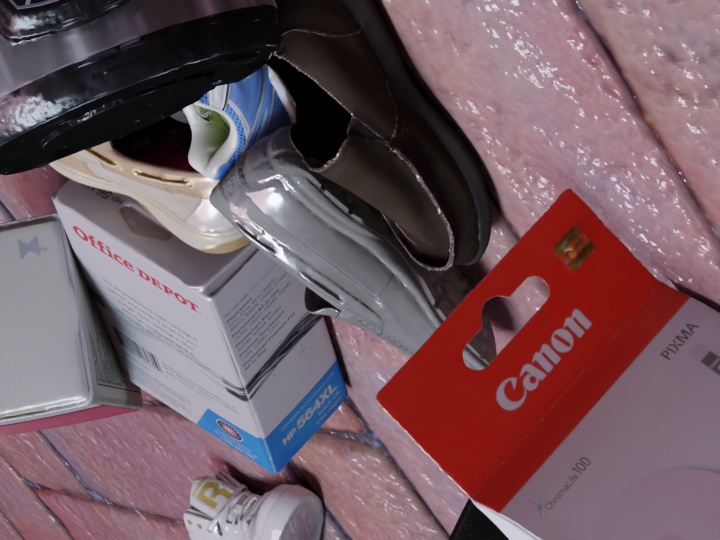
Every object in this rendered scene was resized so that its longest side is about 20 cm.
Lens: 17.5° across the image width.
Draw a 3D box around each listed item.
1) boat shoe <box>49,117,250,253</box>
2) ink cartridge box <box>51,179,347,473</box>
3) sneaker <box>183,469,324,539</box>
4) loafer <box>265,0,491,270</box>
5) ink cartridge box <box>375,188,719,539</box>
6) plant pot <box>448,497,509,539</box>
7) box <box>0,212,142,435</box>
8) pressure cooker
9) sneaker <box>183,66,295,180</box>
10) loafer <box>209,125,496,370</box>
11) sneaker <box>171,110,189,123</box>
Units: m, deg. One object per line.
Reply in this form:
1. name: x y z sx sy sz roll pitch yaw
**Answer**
1. boat shoe: -0.135 -0.085 1.430 0.200 0.074 0.069 29 141 30
2. ink cartridge box: -0.101 0.019 1.519 0.146 0.084 0.200 31 154 30
3. sneaker: -0.091 0.197 1.827 0.116 0.074 0.200 34 157 14
4. loafer: -0.003 -0.070 1.219 0.073 0.071 0.200 9 139 54
5. ink cartridge box: 0.131 0.078 1.134 0.200 0.163 0.057 48 155 -10
6. plant pot: 0.145 0.229 1.356 0.200 0.177 0.200 16 146 46
7. box: -0.225 0.041 1.594 0.200 0.109 0.128 49 -150 -83
8. pressure cooker: -0.149 -0.162 1.109 0.179 0.176 0.200 -23 87 40
9. sneaker: -0.085 -0.133 1.240 0.076 0.077 0.200 19 145 48
10. loafer: 0.000 0.000 1.299 0.070 0.070 0.200 -32 119 26
11. sneaker: -0.141 -0.162 1.287 0.079 0.075 0.200 23 149 45
